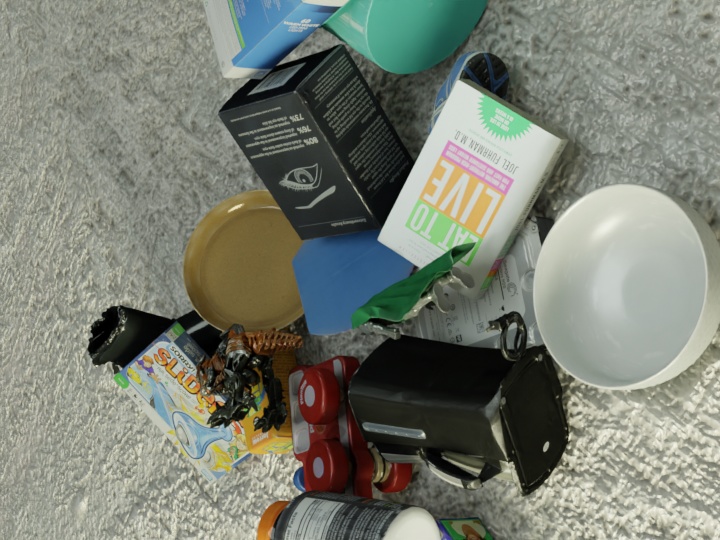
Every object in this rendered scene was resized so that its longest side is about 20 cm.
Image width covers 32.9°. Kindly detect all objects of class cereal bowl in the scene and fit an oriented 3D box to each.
[{"bbox_3d":[0.269,0.018,1.183,0.200,0.083,0.200,-7,81,45],"label":"cereal bowl"}]

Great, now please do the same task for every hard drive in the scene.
[{"bbox_3d":[0.140,0.037,1.350,0.200,0.038,0.140,-24,69,42],"label":"hard drive"}]

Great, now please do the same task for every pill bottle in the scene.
[{"bbox_3d":[-0.020,0.295,1.318,0.200,0.106,0.106,0,85,41],"label":"pill bottle"}]

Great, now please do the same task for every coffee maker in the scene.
[{"bbox_3d":[0.099,0.125,1.280,0.200,0.135,0.192,5,102,40],"label":"coffee maker"}]

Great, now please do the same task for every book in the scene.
[{"bbox_3d":[0.120,-0.086,1.312,0.134,0.048,0.200,34,112,23],"label":"book"}]

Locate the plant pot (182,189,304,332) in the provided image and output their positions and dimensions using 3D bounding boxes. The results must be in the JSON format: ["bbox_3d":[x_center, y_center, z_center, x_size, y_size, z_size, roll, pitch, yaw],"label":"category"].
[{"bbox_3d":[-0.133,-0.008,1.587,0.200,0.027,0.200,-4,72,13],"label":"plant pot"}]

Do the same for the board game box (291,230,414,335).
[{"bbox_3d":[0.000,0.000,1.481,0.158,0.039,0.200,-33,41,14],"label":"board game box"}]

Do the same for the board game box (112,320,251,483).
[{"bbox_3d":[-0.223,0.179,1.636,0.200,0.034,0.135,48,127,-4],"label":"board game box"}]

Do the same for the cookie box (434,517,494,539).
[{"bbox_3d":[0.115,0.396,1.305,0.200,0.075,0.171,52,122,37],"label":"cookie box"}]

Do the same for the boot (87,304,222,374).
[{"bbox_3d":[-0.270,0.078,1.680,0.198,0.162,0.073,-43,45,34],"label":"boot"}]

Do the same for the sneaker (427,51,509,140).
[{"bbox_3d":[0.115,-0.154,1.388,0.077,0.076,0.200,-122,49,-65],"label":"sneaker"}]

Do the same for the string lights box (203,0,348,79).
[{"bbox_3d":[-0.093,-0.304,1.352,0.200,0.059,0.103,-31,70,47],"label":"string lights box"}]

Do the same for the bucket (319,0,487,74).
[{"bbox_3d":[0.041,-0.334,1.388,0.135,0.207,0.207,47,118,35],"label":"bucket"}]

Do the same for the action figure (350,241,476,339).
[{"bbox_3d":[0.044,0.037,1.312,0.055,0.118,0.200,54,150,-6],"label":"action figure"}]

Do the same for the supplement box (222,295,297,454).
[{"bbox_3d":[-0.124,0.136,1.595,0.067,0.069,0.200,-35,63,39],"label":"supplement box"}]

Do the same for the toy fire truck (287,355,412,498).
[{"bbox_3d":[-0.032,0.203,1.467,0.168,0.112,0.200,-27,65,56],"label":"toy fire truck"}]

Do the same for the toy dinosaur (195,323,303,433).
[{"bbox_3d":[-0.143,0.122,1.495,0.200,0.102,0.136,128,139,-59],"label":"toy dinosaur"}]

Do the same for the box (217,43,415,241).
[{"bbox_3d":[-0.046,-0.146,1.444,0.148,0.104,0.200,-6,125,46],"label":"box"}]
